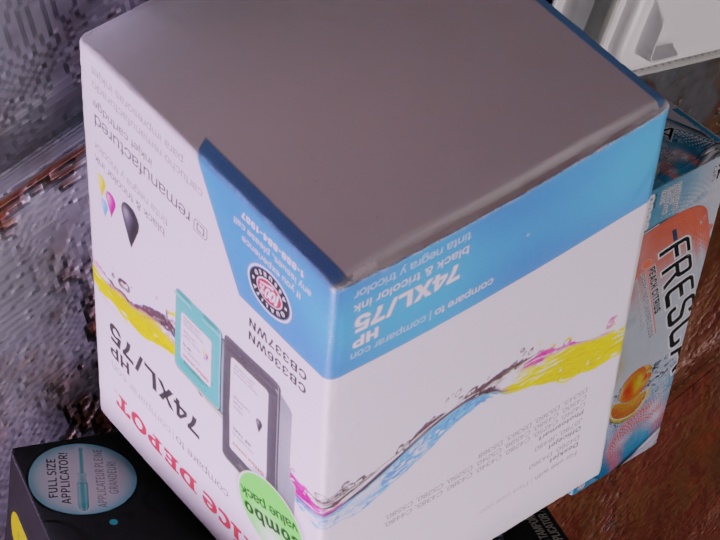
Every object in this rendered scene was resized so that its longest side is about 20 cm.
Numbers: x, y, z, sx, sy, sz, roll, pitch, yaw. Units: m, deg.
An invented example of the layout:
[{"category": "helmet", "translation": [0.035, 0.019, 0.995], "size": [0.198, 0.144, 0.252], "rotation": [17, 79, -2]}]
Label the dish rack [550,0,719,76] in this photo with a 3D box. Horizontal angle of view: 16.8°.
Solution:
[{"category": "dish rack", "translation": [0.168, -0.158, 1.044], "size": [0.200, 0.044, 0.172], "rotation": [-16, 136, -48]}]

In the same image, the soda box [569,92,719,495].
[{"category": "soda box", "translation": [0.115, 0.009, 1.158], "size": [0.064, 0.068, 0.200], "rotation": [-27, 143, -32]}]

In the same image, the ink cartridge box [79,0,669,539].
[{"category": "ink cartridge box", "translation": [0.000, 0.000, 0.882], "size": [0.146, 0.147, 0.200], "rotation": [-29, 145, -26]}]

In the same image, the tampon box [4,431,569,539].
[{"category": "tampon box", "translation": [-0.029, 0.147, 0.976], "size": [0.200, 0.150, 0.126], "rotation": [-9, 130, -24]}]
